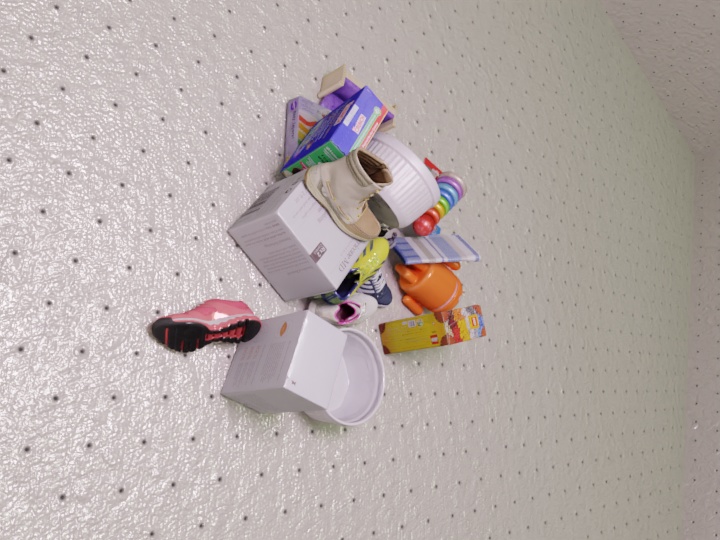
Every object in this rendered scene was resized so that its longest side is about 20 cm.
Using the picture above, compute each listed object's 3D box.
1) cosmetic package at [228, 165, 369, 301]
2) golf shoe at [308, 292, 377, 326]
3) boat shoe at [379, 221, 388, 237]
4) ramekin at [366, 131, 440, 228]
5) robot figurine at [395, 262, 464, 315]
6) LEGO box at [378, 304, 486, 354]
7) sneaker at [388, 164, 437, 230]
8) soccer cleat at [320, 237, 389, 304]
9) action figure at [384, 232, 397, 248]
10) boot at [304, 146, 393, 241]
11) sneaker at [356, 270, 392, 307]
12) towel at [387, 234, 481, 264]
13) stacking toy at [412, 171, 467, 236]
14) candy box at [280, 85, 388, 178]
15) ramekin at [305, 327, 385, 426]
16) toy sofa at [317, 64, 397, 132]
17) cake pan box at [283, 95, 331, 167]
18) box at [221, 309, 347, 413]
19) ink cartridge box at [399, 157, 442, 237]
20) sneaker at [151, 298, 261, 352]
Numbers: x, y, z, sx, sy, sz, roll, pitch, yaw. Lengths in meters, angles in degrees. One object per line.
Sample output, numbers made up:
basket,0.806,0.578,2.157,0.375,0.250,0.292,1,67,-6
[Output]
cosmetic package,-0.121,-0.071,1.326,0.200,0.165,0.165,52,48,-22
golf shoe,-0.021,0.091,1.433,0.200,0.091,0.075,-8,97,-46
boat shoe,0.004,-0.174,1.487,0.093,0.075,0.200,-4,77,-29
ramekin,0.058,-0.181,1.368,0.105,0.200,0.200,-45,115,-11
robot figurine,0.179,0.032,1.634,0.200,0.117,0.144,38,56,-32
LEGO box,0.168,0.140,1.536,0.149,0.200,0.077,-6,83,-45
sneaker,0.102,-0.184,1.559,0.080,0.071,0.200,38,64,-3
soccer cleat,0.000,0.001,1.366,0.200,0.084,0.065,-43,101,-25
action figure,0.044,-0.122,1.577,0.130,0.069,0.200,53,50,-25
boot,0.007,-0.141,1.243,0.200,0.155,0.072,45,50,-28
sneaker,0.033,0.011,1.500,0.200,0.108,0.070,46,52,-27
towel,0.179,-0.050,1.594,0.200,0.147,0.024,-4,117,-17
stacking toy,0.189,-0.161,1.635,0.085,0.085,0.200,53,54,-21
candy box,-0.055,-0.265,1.343,0.077,0.200,0.169,41,58,-19
ramekin,-0.053,0.224,1.360,0.200,0.105,0.201,15,69,-42
toy sofa,-0.004,-0.399,1.589,0.200,0.083,0.098,29,59,-37
cake pan box,-0.084,-0.279,1.501,0.200,0.052,0.185,18,70,-42
box,-0.143,0.175,1.215,0.106,0.200,0.152,36,57,-33
ink cartridge box,0.163,-0.182,1.711,0.116,0.067,0.200,35,57,-34
sneaker,-0.288,0.093,1.199,0.200,0.074,0.087,-1,39,-32
